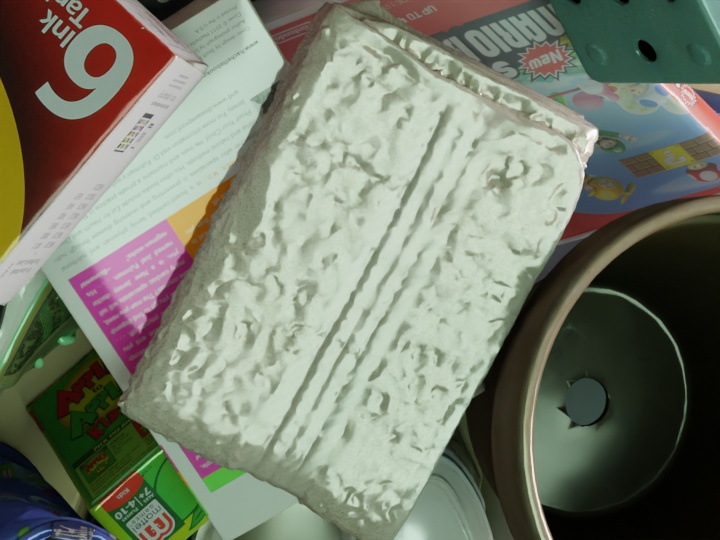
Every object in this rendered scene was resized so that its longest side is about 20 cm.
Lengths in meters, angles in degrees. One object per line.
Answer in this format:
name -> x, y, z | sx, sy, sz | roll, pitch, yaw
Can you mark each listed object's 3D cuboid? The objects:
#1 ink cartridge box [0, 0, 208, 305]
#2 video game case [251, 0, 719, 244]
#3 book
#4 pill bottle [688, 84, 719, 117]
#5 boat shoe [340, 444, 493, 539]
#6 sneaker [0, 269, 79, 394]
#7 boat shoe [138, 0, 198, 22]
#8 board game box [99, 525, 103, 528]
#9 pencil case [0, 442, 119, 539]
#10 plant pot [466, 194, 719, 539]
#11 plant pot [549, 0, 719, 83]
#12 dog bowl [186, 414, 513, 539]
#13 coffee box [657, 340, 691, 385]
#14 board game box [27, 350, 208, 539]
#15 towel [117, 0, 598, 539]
ink cartridge box -> -0.193, -0.081, 1.086 | 0.200, 0.084, 0.176 | 41, 95, 4
video game case -> 0.064, -0.076, 1.214 | 0.143, 0.018, 0.200 | -17, 140, 35
book -> -0.056, -0.002, 1.164 | 0.133, 0.048, 0.200 | -32, 106, 0
pill bottle -> 0.155, -0.113, 1.270 | 0.199, 0.111, 0.111 | 10, 109, -28
boat shoe -> 0.043, 0.167, 1.293 | 0.073, 0.065, 0.201 | -23, 121, -13
sneaker -> -0.132, 0.009, 1.226 | 0.088, 0.077, 0.200 | 24, 105, -40
boat shoe -> -0.086, -0.130, 1.180 | 0.199, 0.074, 0.061 | -28, 118, -20
board game box -> -0.146, 0.209, 1.234 | 0.165, 0.200, 0.057 | -23, 119, -12
pencil case -> -0.152, 0.127, 1.196 | 0.087, 0.200, 0.078 | 31, 87, -22
plant pot -> 0.131, 0.065, 1.217 | 0.199, 0.173, 0.201 | -1, 92, -18
plant pot -> 0.165, -0.169, 1.127 | 0.200, 0.141, 0.142 | -42, 116, -27
dog bowl -> -0.004, 0.121, 1.333 | 0.199, 0.074, 0.201 | -10, 116, -20
coffee box -> 0.229, -0.002, 1.375 | 0.200, 0.080, 0.113 | -44, 124, 1
board game box -> -0.049, 0.033, 1.253 | 0.200, 0.102, 0.048 | -41, 123, -2
towel -> 0.000, 0.000, 1.134 | 0.132, 0.034, 0.201 | 28, 98, -10
